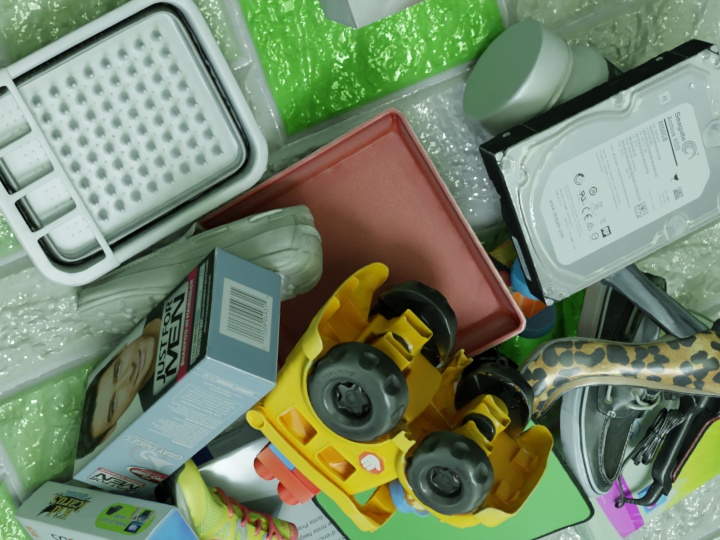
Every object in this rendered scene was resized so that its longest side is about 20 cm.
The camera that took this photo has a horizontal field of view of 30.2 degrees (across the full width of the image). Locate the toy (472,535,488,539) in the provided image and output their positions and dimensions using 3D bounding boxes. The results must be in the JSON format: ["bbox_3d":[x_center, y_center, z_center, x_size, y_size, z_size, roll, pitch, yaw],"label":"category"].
[{"bbox_3d":[0.110,0.208,1.168,0.115,0.047,0.200,-40,137,-3],"label":"toy"}]

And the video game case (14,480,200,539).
[{"bbox_3d":[-0.161,0.260,1.050,0.045,0.181,0.200,-46,119,-33],"label":"video game case"}]

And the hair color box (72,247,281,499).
[{"bbox_3d":[-0.138,0.081,0.992,0.061,0.099,0.200,24,135,-26],"label":"hair color box"}]

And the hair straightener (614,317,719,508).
[{"bbox_3d":[0.276,0.126,1.181,0.077,0.041,0.200,29,99,-26],"label":"hair straightener"}]

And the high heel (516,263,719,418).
[{"bbox_3d":[0.199,0.106,1.069,0.143,0.071,0.200,44,95,10],"label":"high heel"}]

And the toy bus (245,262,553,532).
[{"bbox_3d":[0.014,0.128,1.003,0.200,0.136,0.192,43,123,0],"label":"toy bus"}]

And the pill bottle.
[{"bbox_3d":[0.189,-0.114,1.104,0.200,0.113,0.113,31,93,-26],"label":"pill bottle"}]

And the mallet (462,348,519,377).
[{"bbox_3d":[0.080,0.157,1.191,0.041,0.066,0.200,12,120,-51],"label":"mallet"}]

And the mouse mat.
[{"bbox_3d":[0.079,0.194,1.108,0.200,0.008,0.161,-24,129,14],"label":"mouse mat"}]

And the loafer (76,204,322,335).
[{"bbox_3d":[-0.124,0.000,1.030,0.200,0.070,0.070,-13,146,11],"label":"loafer"}]

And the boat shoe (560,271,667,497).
[{"bbox_3d":[0.218,0.095,1.125,0.072,0.071,0.200,8,87,-53],"label":"boat shoe"}]

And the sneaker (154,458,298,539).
[{"bbox_3d":[-0.099,0.216,1.077,0.090,0.078,0.200,-30,123,-10],"label":"sneaker"}]

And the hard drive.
[{"bbox_3d":[0.204,-0.076,1.039,0.200,0.038,0.140,-26,115,-11],"label":"hard drive"}]

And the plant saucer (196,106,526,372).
[{"bbox_3d":[0.000,0.000,1.052,0.200,0.037,0.200,-29,98,19],"label":"plant saucer"}]

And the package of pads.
[{"bbox_3d":[0.262,0.144,1.236,0.200,0.068,0.155,-32,116,-10],"label":"package of pads"}]

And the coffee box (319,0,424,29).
[{"bbox_3d":[0.055,-0.278,1.021,0.200,0.080,0.114,-24,113,-12],"label":"coffee box"}]

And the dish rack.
[{"bbox_3d":[-0.186,-0.102,1.005,0.200,0.044,0.172,-31,113,-9],"label":"dish rack"}]

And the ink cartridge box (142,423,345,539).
[{"bbox_3d":[-0.078,0.229,1.148,0.200,0.041,0.200,-26,113,-11],"label":"ink cartridge box"}]

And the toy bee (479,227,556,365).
[{"bbox_3d":[0.119,0.004,1.118,0.200,0.109,0.131,-28,144,-54],"label":"toy bee"}]
